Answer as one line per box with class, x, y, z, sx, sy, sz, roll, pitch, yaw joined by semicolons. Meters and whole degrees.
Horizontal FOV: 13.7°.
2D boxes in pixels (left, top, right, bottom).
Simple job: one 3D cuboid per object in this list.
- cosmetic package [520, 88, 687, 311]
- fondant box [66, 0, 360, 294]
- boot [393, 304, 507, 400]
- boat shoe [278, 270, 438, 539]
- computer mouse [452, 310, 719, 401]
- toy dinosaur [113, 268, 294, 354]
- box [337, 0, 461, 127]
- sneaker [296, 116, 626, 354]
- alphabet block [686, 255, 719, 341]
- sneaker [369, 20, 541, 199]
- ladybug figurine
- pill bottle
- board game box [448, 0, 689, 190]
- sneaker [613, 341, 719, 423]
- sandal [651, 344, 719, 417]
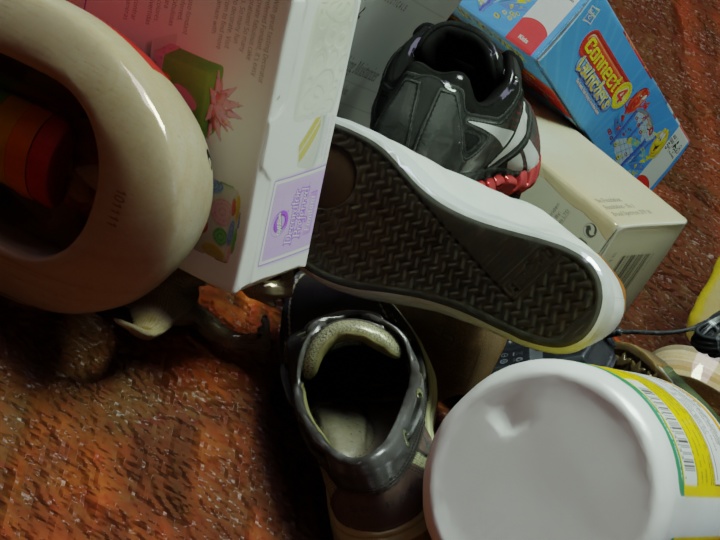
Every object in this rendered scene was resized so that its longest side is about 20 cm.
cosmetic package;0.072;-0.058;1.673;0.200;0.073;0.103;41;20;20
fondant box;-0.104;-0.096;1.375;0.200;0.145;0.058;26;26;30
boot;0.000;0.000;1.506;0.073;0.076;0.200;-6;29;-38
boat shoe;0.001;0.049;1.372;0.073;0.065;0.200;-14;36;-5
computer mouse;0.135;0.040;1.501;0.199;0.034;0.059;-8;30;11
toy dinosaur;-0.086;0.009;1.404;0.101;0.058;0.200;11;24;-12
box;-0.069;-0.168;1.518;0.200;0.131;0.199;38;7;12
sneaker;0.032;-0.013;1.399;0.199;0.073;0.085;28;8;18
alphabet block;0.334;0.015;1.628;0.195;0.197;0.200;30;-2;-40
sneaker;0.054;-0.080;1.512;0.071;0.098;0.200;17;16;15
ladybug figurine;-0.140;-0.058;1.326;0.200;0.136;0.072;30;24;30
pill bottle;0.109;0.100;1.354;0.113;0.113;0.200;41;10;18
board game box;0.083;-0.147;1.762;0.200;0.056;0.196;39;-5;31
sneaker;0.182;0.122;1.501;0.090;0.067;0.200;23;26;-39
sandal;0.229;0.122;1.574;0.211;0.078;0.070;31;56;-14
